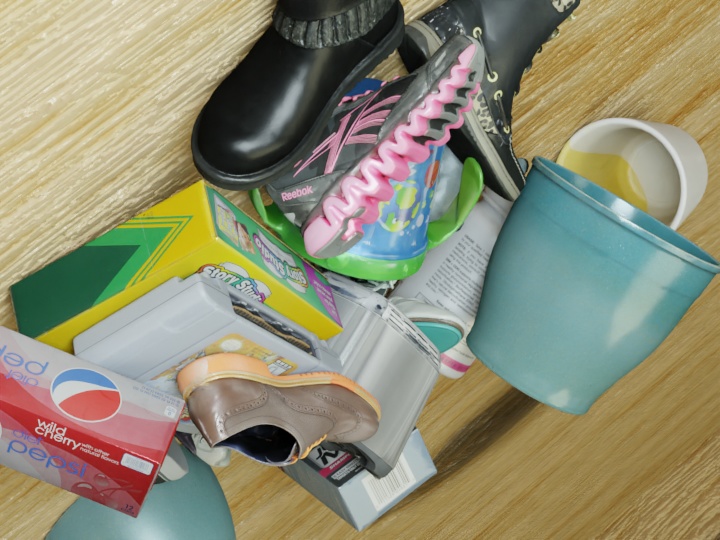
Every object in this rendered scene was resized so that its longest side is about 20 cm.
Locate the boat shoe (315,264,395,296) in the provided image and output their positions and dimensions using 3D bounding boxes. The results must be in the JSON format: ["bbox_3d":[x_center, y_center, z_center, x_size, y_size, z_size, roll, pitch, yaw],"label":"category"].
[{"bbox_3d":[0.000,0.000,1.326,0.073,0.062,0.200,-43,157,-9],"label":"boat shoe"}]

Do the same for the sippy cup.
[{"bbox_3d":[0.007,-0.081,1.143,0.178,0.140,0.130,-24,139,-54],"label":"sippy cup"}]

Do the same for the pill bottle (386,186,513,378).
[{"bbox_3d":[0.119,0.002,1.441,0.200,0.113,0.113,-52,154,10],"label":"pill bottle"}]

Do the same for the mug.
[{"bbox_3d":[0.295,-0.103,1.561,0.153,0.186,0.150,-20,115,-57],"label":"mug"}]

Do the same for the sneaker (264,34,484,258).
[{"bbox_3d":[0.006,-0.107,1.046,0.200,0.095,0.079,-47,161,4],"label":"sneaker"}]

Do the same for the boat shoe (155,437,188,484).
[{"bbox_3d":[-0.210,0.150,1.244,0.057,0.069,0.200,-27,150,1],"label":"boat shoe"}]

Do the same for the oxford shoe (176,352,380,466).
[{"bbox_3d":[-0.055,0.119,1.073,0.200,0.073,0.071,15,136,-44],"label":"oxford shoe"}]

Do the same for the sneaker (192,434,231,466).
[{"bbox_3d":[-0.089,0.110,1.351,0.200,0.081,0.075,-38,153,-14],"label":"sneaker"}]

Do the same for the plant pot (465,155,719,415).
[{"bbox_3d":[0.201,0.024,1.310,0.200,0.200,0.188,9,113,-60],"label":"plant pot"}]

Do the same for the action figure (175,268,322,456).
[{"bbox_3d":[-0.106,0.067,1.269,0.200,0.069,0.130,-43,143,-11],"label":"action figure"}]

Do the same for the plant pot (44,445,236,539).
[{"bbox_3d":[-0.200,0.292,1.404,0.200,0.135,0.200,-34,153,-20],"label":"plant pot"}]

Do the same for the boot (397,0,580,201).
[{"bbox_3d":[0.131,-0.168,1.190,0.154,0.073,0.204,-42,130,-9],"label":"boot"}]

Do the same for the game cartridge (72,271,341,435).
[{"bbox_3d":[-0.117,0.071,1.067,0.133,0.042,0.200,-34,147,15],"label":"game cartridge"}]

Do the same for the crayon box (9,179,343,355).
[{"bbox_3d":[-0.135,0.029,1.080,0.172,0.058,0.200,-28,149,14],"label":"crayon box"}]

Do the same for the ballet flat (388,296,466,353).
[{"bbox_3d":[0.020,0.061,1.385,0.200,0.069,0.069,-24,170,37],"label":"ballet flat"}]

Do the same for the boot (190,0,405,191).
[{"bbox_3d":[-0.046,-0.166,0.963,0.211,0.079,0.158,-51,164,-17],"label":"boot"}]

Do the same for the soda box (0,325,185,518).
[{"bbox_3d":[-0.229,0.094,0.975,0.070,0.200,0.063,-75,-171,-52],"label":"soda box"}]

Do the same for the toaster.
[{"bbox_3d":[-0.015,0.089,1.252,0.129,0.114,0.200,-59,141,-11],"label":"toaster"}]

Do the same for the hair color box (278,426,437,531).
[{"bbox_3d":[-0.023,0.172,1.405,0.099,0.200,0.061,-35,119,-19],"label":"hair color box"}]

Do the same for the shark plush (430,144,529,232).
[{"bbox_3d":[0.058,-0.079,1.268,0.200,0.091,0.083,-45,140,-10],"label":"shark plush"}]
